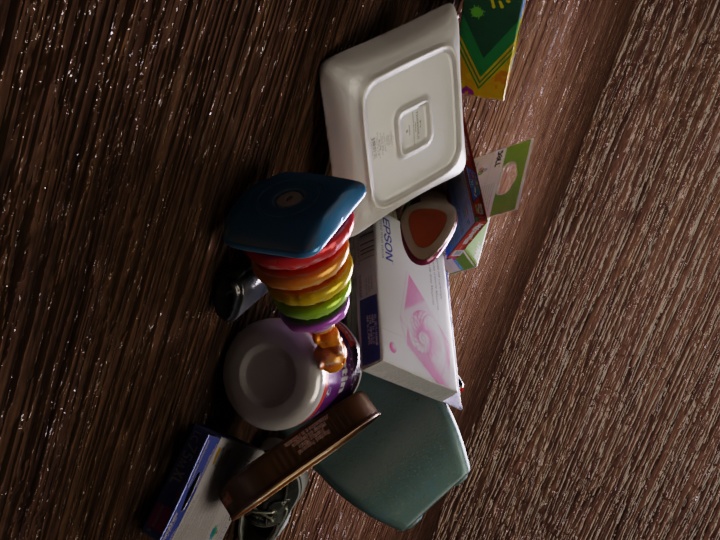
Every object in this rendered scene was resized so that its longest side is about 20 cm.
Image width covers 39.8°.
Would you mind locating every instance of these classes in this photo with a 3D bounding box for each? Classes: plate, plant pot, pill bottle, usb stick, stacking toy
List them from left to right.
[{"bbox_3d":[-0.086,-0.010,1.002,0.200,0.032,0.056,-44,151,-56],"label":"usb stick"},{"bbox_3d":[-0.064,0.106,1.087,0.114,0.111,0.200,-68,164,6],"label":"pill bottle"},{"bbox_3d":[-0.045,0.016,0.937,0.116,0.108,0.203,-52,140,-42],"label":"stacking toy"},{"bbox_3d":[0.038,0.222,1.293,0.195,0.201,0.196,-39,167,-2],"label":"plant pot"},{"bbox_3d":[0.047,-0.154,1.053,0.198,0.032,0.203,-31,130,-33],"label":"plate"}]

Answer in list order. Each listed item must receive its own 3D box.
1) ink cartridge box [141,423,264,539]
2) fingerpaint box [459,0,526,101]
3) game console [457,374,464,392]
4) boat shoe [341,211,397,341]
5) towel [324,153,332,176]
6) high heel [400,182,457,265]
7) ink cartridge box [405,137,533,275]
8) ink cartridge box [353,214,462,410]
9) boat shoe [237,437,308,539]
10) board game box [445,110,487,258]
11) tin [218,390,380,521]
[{"bbox_3d":[-0.167,0.231,1.054,0.121,0.041,0.200,-64,167,-9],"label":"ink cartridge box"},{"bbox_3d":[0.168,-0.341,1.218,0.168,0.072,0.202,94,9,-50],"label":"fingerpaint box"},{"bbox_3d":[0.074,0.088,1.364,0.031,0.202,0.177,-32,172,-4],"label":"game console"},{"bbox_3d":[0.000,0.000,1.273,0.070,0.068,0.204,1,107,-25],"label":"boat shoe"},{"bbox_3d":[0.009,-0.145,1.119,0.151,0.036,0.200,-71,165,9],"label":"towel"},{"bbox_3d":[0.082,-0.046,1.184,0.201,0.066,0.098,-71,168,-50],"label":"high heel"},{"bbox_3d":[0.155,-0.079,1.356,0.076,0.197,0.149,50,41,-29],"label":"ink cartridge box"},{"bbox_3d":[0.070,0.048,1.202,0.198,0.043,0.200,25,51,-43],"label":"ink cartridge box"},{"bbox_3d":[-0.114,0.295,1.255,0.071,0.071,0.202,-56,163,-46],"label":"boat shoe"},{"bbox_3d":[0.116,-0.130,1.264,0.103,0.019,0.204,126,-41,-61],"label":"board game box"},{"bbox_3d":[-0.065,0.196,1.067,0.198,0.042,0.112,-31,165,-28],"label":"tin"}]
